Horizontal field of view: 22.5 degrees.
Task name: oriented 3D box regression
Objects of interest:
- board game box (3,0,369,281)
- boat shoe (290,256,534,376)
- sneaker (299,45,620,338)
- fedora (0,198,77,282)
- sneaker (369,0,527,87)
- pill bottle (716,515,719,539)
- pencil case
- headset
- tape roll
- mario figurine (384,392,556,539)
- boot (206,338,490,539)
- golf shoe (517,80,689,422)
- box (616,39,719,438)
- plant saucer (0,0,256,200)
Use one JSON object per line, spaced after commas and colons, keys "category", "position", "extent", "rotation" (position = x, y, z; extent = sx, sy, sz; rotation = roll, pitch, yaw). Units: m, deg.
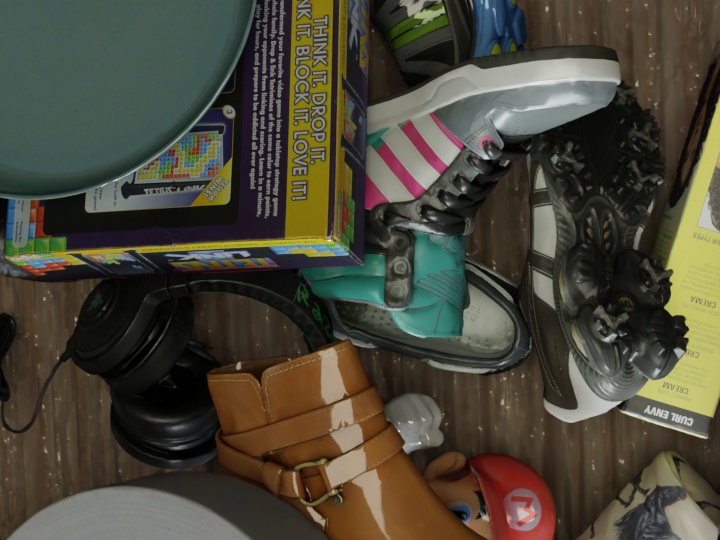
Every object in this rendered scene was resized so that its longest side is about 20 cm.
{"category": "board game box", "position": [-0.080, -0.099, 0.872], "extent": [0.165, 0.057, 0.201], "rotation": [-2, 75, 14]}
{"category": "boat shoe", "position": [0.000, 0.000, 0.967], "extent": [0.199, 0.060, 0.076], "rotation": [16, 95, 5]}
{"category": "sneaker", "position": [0.043, -0.030, 0.877], "extent": [0.200, 0.084, 0.121], "rotation": [-17, 80, 34]}
{"category": "fedora", "position": [-0.179, -0.079, 0.957], "extent": [0.200, 0.092, 0.201], "rotation": [4, 76, -16]}
{"category": "sneaker", "position": [0.040, -0.133, 0.959], "extent": [0.082, 0.071, 0.200], "rotation": [-1, 95, 27]}
{"category": "pill bottle", "position": [0.232, 0.116, 0.879], "extent": [0.111, 0.112, 0.200], "rotation": [11, 61, 6]}
{"category": "pencil case", "position": [0.123, 0.185, 0.955], "extent": [0.200, 0.089, 0.078], "rotation": [-45, 68, 6]}
{"category": "headset", "position": [-0.113, 0.041, 0.967], "extent": [0.199, 0.094, 0.124], "rotation": [-13, 132, 9]}
{"category": "tape roll", "position": [-0.091, 0.197, 0.854], "extent": [0.200, 0.066, 0.201], "rotation": [1, 92, 24]}
{"category": "mario figurine", "position": [0.004, 0.143, 0.950], "extent": [0.199, 0.106, 0.124], "rotation": [-14, 126, 15]}
{"category": "boot", "position": [0.016, 0.107, 0.878], "extent": [0.200, 0.077, 0.156], "rotation": [-9, 94, 36]}
{"category": "golf shoe", "position": [0.108, -0.016, 0.928], "extent": [0.078, 0.095, 0.200], "rotation": [14, 52, -16]}
{"category": "box", "position": [0.182, -0.019, 0.939], "extent": [0.050, 0.075, 0.201], "rotation": [16, 94, 1]}
{"category": "plant saucer", "position": [-0.138, -0.126, 0.852], "extent": [0.199, 0.027, 0.201], "rotation": [-4, 75, 14]}
